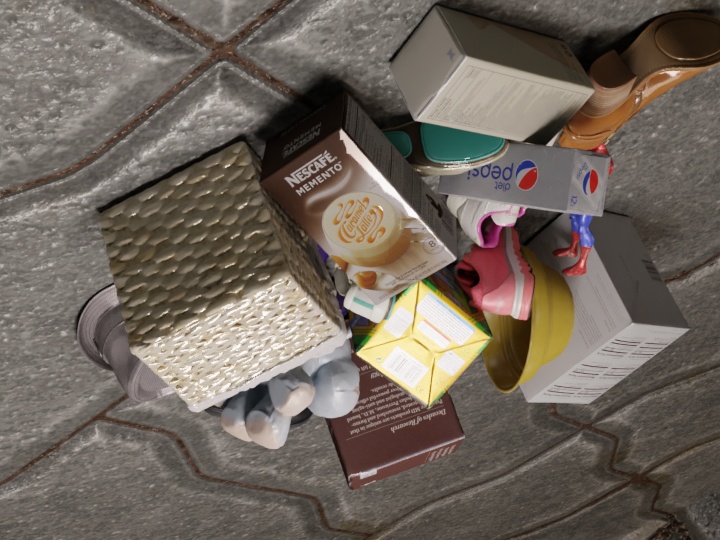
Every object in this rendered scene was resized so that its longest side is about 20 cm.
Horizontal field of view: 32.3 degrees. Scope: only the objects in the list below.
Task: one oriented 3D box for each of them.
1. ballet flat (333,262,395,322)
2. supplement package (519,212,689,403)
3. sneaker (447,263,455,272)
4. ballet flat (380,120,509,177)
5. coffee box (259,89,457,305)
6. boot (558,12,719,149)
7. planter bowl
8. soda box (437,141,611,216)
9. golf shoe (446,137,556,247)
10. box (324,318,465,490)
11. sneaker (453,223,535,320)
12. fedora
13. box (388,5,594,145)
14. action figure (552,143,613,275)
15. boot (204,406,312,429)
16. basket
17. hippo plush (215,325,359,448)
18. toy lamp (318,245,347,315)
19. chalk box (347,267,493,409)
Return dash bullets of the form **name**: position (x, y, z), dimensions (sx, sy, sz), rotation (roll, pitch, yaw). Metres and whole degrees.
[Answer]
- **ballet flat**: position (0.000, 0.000, 1.462), dimensions (0.069, 0.200, 0.070), rotation (-1, 111, -4)
- **supplement package**: position (0.304, 0.053, 1.719), dimensions (0.146, 0.193, 0.200), rotation (8, 140, -43)
- **sneaker**: position (0.126, 0.055, 1.695), dimensions (0.074, 0.082, 0.200), rotation (-49, 160, -16)
- **ballet flat**: position (0.063, -0.131, 1.366), dimensions (0.197, 0.068, 0.062), rotation (-4, 162, 2)
- **coffee box**: position (0.000, -0.073, 1.308), dimensions (0.114, 0.080, 0.200), rotation (-31, 120, 25)
- **boot**: position (0.322, -0.207, 1.422), dimensions (0.199, 0.077, 0.156), rotation (-29, 163, -17)
- **planter bowl**: position (0.223, 0.057, 1.614), dimensions (0.082, 0.202, 0.201), rotation (1, 146, -14)
- **soda box**: position (0.177, -0.105, 1.372), dimensions (0.063, 0.069, 0.199), rotation (5, -175, -41)
- **golf shoe**: position (0.182, -0.108, 1.470), dimensions (0.075, 0.092, 0.200), rotation (2, 142, -34)
- **box**: position (0.028, 0.169, 1.683), dimensions (0.163, 0.202, 0.166), rotation (-19, 166, -6)
- **sneaker**: position (0.154, -0.014, 1.532), dimensions (0.086, 0.201, 0.074), rotation (2, 120, -9)
- **fedora**: position (-0.248, 0.095, 1.507), dimensions (0.175, 0.091, 0.201), rotation (-14, 150, -16)
- **box**: position (0.138, -0.198, 1.292), dimensions (0.199, 0.078, 0.095), rotation (6, 138, -41)
- **action figure**: position (0.257, -0.090, 1.559), dimensions (0.098, 0.066, 0.202), rotation (0, 126, -15)
- **boot**: position (-0.117, 0.136, 1.679), dimensions (0.163, 0.066, 0.201), rotation (5, 141, -19)
- **basket**: position (-0.146, 0.006, 1.320), dimensions (0.198, 0.200, 0.161), rotation (-25, 150, 6)
- **hippo plush**: position (-0.090, 0.123, 1.538), dimensions (0.160, 0.202, 0.159), rotation (5, 146, -47)
- **toy lamp**: position (-0.054, -0.001, 1.520), dimensions (0.058, 0.059, 0.200), rotation (-21, 151, -1)
- **chalk box**: position (0.067, 0.051, 1.528), dimensions (0.124, 0.200, 0.124), rotation (37, 104, -17)
